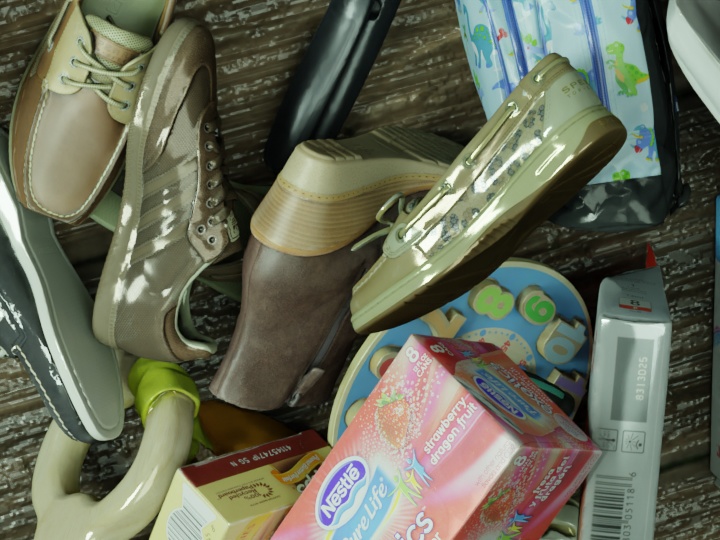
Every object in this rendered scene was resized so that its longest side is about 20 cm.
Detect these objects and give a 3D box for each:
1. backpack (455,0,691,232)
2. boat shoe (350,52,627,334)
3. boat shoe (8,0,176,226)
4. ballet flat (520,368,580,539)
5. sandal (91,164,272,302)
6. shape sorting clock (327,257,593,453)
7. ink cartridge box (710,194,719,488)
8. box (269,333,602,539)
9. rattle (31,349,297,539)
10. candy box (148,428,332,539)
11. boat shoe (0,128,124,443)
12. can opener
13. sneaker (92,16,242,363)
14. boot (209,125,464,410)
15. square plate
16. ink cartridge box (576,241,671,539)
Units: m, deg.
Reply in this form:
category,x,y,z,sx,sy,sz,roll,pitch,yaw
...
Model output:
category,x,y,z,sx,sy,sz,roll,pitch,yaw
backpack,0.123,-0.136,1.104,0.152,0.163,0.202,3,104,5
boat shoe,0.062,-0.037,1.047,0.200,0.073,0.063,-41,74,23
boat shoe,-0.150,-0.127,1.067,0.075,0.074,0.202,18,85,-13
ballet flat,0.106,0.146,1.173,0.068,0.068,0.201,7,135,10
sandal,-0.086,-0.023,1.138,0.200,0.057,0.080,20,101,-22
shape sorting clock,0.068,0.083,1.182,0.199,0.039,0.201,-21,131,-26
ink cartridge box,0.290,0.061,1.196,0.084,0.145,0.202,-4,106,-11
box,0.031,0.146,1.071,0.094,0.103,0.201,10,120,-53
rattle,-0.145,0.159,1.151,0.143,0.129,0.201,40,70,-55
candy box,-0.086,0.200,1.143,0.115,0.055,0.201,-11,135,-45
boat shoe,-0.202,0.015,1.095,0.060,0.074,0.201,-26,86,13
can opener,-0.007,-0.149,1.131,0.063,0.078,0.201,1,113,-52
sneaker,-0.098,-0.044,1.073,0.075,0.070,0.202,16,107,5
boot,0.000,0.000,1.136,0.199,0.072,0.167,-3,120,-46
square plate,0.239,-0.105,1.116,0.028,0.200,0.198,-34,105,22
ink cartridge box,0.160,0.078,1.153,0.050,0.200,0.164,3,105,2
